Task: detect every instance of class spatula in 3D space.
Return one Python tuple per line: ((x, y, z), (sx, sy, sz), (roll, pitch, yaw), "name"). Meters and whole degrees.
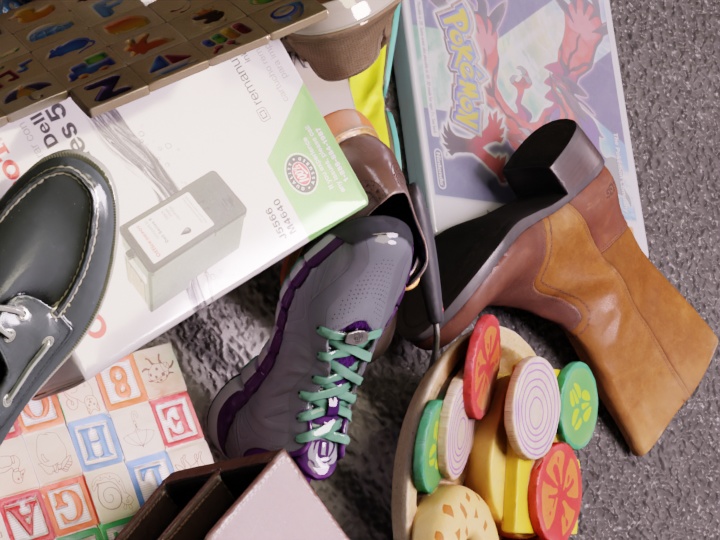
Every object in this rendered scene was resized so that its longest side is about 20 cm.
((0.039, 0.045, 1.763), (0.020, 0.057, 0.201), (-4, 108, -5), "spatula")

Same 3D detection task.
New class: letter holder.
((-0.053, 0.219, 1.564), (0.200, 0.100, 0.142), (56, 50, -17), "letter holder")

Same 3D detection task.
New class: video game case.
((0.100, -0.105, 1.937), (0.182, 0.023, 0.201), (6, 68, -37), "video game case")

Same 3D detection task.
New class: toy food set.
((0.078, 0.127, 1.755), (0.200, 0.048, 0.199), (8, 84, -58), "toy food set")

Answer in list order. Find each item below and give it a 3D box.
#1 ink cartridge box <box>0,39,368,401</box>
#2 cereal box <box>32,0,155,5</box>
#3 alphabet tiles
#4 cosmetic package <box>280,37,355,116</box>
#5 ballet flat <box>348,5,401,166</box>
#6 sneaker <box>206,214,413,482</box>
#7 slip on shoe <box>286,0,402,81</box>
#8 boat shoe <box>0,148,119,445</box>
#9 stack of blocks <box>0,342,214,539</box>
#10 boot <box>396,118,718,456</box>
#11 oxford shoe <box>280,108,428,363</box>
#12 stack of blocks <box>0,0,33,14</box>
((-0.119, -0.044, 1.587), (0.200, 0.084, 0.146), (-33, 97, -29), "ink cartridge box")
((-0.165, -0.219, 1.652), (0.199, 0.039, 0.145), (23, 70, -30), "cereal box")
((-0.134, -0.118, 1.547), (0.199, 0.167, 0.008), (-24, 119, -13), "alphabet tiles")
((-0.073, -0.121, 1.764), (0.103, 0.087, 0.201), (-6, 75, -40), "cosmetic package")
((-0.010, -0.099, 1.830), (0.067, 0.067, 0.201), (7, 63, -13), "ballet flat")
((-0.014, 0.060, 1.652), (0.074, 0.200, 0.088), (2, 48, -31), "sneaker")
((-0.011, -0.135, 1.660), (0.076, 0.200, 0.061), (-13, 99, -2), "slip on shoe")
((-0.180, 0.033, 1.481), (0.073, 0.062, 0.201), (31, 97, 1), "boat shoe")
((-0.173, 0.120, 1.603), (0.199, 0.058, 0.116), (-14, 80, -41), "stack of blocks")
((0.124, 0.038, 1.879), (0.188, 0.068, 0.200), (-53, 122, -33), "boot")
((0.000, 0.000, 1.714), (0.071, 0.200, 0.073), (-31, 56, -17), "oxford shoe")
((-0.239, -0.136, 1.649), (0.115, 0.058, 0.201), (-1, 73, -38), "stack of blocks")
